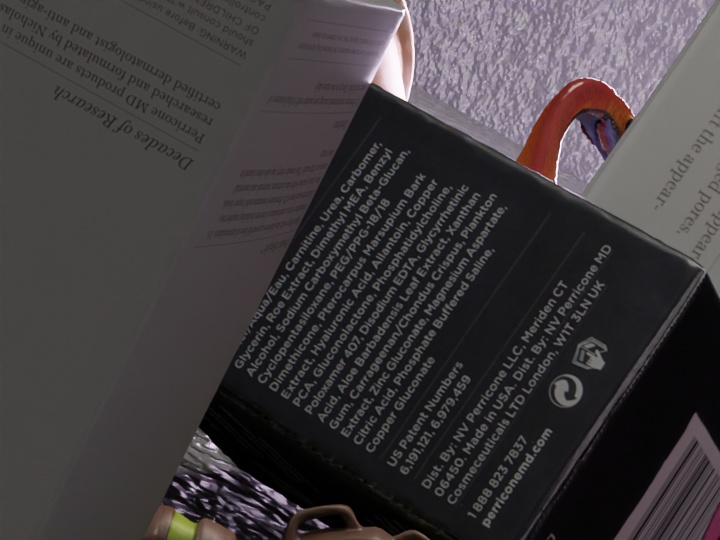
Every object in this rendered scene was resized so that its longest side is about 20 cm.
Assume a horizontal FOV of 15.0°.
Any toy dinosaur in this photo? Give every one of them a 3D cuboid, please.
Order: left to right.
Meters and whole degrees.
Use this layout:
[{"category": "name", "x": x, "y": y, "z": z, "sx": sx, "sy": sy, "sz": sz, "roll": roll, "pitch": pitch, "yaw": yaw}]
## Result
[{"category": "toy dinosaur", "x": 0.081, "y": -0.002, "z": 1.295, "sx": 0.104, "sy": 0.182, "sz": 0.200, "roll": 25, "pitch": 9, "yaw": -15}]

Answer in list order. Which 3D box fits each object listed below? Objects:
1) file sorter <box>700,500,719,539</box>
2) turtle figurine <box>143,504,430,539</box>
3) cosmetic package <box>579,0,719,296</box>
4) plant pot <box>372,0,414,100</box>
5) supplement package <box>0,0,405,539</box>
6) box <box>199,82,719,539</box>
[{"category": "file sorter", "x": 0.158, "y": 0.096, "z": 0.718, "sx": 0.138, "sy": 0.126, "sz": 0.200, "roll": 26, "pitch": -3, "yaw": 2}, {"category": "turtle figurine", "x": 0.005, "y": 0.107, "z": 0.788, "sx": 0.199, "sy": 0.065, "sz": 0.161, "roll": 27, "pitch": 8, "yaw": -1}, {"category": "cosmetic package", "x": 0.191, "y": -0.005, "z": 1.017, "sx": 0.199, "sy": 0.165, "sz": 0.165, "roll": 34, "pitch": -11, "yaw": 6}, {"category": "plant pot", "x": -0.054, "y": -0.070, "z": 1.339, "sx": 0.199, "sy": 0.201, "sz": 0.184, "roll": 22, "pitch": 24, "yaw": -31}, {"category": "supplement package", "x": -0.094, "y": -0.007, "z": 0.698, "sx": 0.119, "sy": 0.201, "sz": 0.121, "roll": 28, "pitch": 8, "yaw": 9}, {"category": "box", "x": 0.028, "y": 0.036, "z": 0.930, "sx": 0.199, "sy": 0.118, "sz": 0.197, "roll": 30, "pitch": -10, "yaw": 27}]
